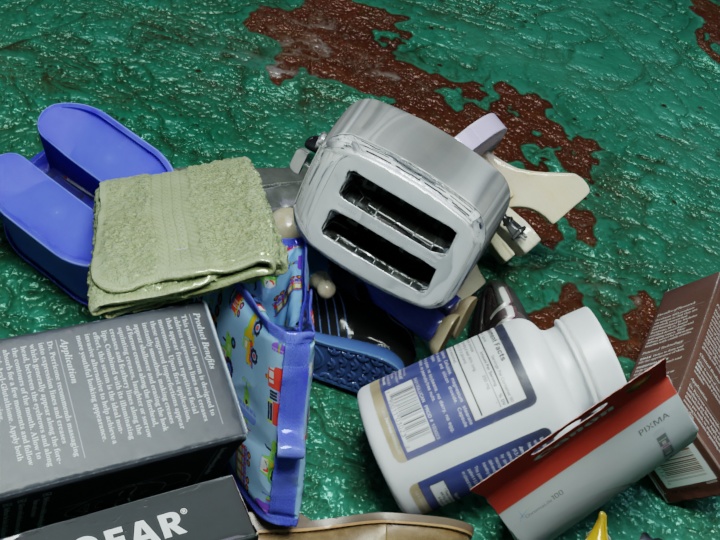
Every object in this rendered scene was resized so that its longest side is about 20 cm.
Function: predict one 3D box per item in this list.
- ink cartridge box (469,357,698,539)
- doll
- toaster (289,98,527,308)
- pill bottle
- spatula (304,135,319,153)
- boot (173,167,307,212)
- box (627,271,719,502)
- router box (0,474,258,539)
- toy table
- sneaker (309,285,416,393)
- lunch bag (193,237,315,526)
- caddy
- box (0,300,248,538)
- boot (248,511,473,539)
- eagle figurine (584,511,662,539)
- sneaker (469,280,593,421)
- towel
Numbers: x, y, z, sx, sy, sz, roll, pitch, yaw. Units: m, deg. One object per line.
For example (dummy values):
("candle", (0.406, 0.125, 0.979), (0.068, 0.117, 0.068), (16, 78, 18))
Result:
("ink cartridge box", (0.171, 0.143, 0.754), (0.162, 0.200, 0.057), (-35, 73, 5))
("doll", (0.000, 0.000, 0.902), (0.198, 0.049, 0.136), (31, 32, 16))
("toaster", (0.038, -0.050, 0.842), (0.198, 0.114, 0.129), (31, 27, 4))
("pill bottle", (0.106, 0.107, 0.814), (0.198, 0.112, 0.112), (-24, 50, 4))
("spatula", (-0.006, -0.113, 1.018), (0.056, 0.021, 0.199), (-38, 29, -17))
("boot", (-0.074, -0.050, 0.997), (0.197, 0.073, 0.182), (-1, 33, -28))
("box", (0.308, 0.103, 0.942), (0.101, 0.075, 0.200), (52, 46, -13))
("router box", (-0.173, 0.214, 0.650), (0.197, 0.150, 0.051), (-12, 50, -26))
("toy table", (0.115, -0.060, 0.985), (0.117, 0.183, 0.200), (49, 11, 3))
("sneaker", (-0.044, 0.046, 0.920), (0.198, 0.071, 0.078), (24, 38, -1))
("lunch bag", (-0.073, 0.079, 0.766), (0.093, 0.153, 0.200), (2, 23, -15))
("caddy", (-0.240, -0.053, 0.927), (0.199, 0.105, 0.142), (35, 70, 16))
("box", (-0.199, 0.116, 0.724), (0.197, 0.149, 0.108), (-10, 66, -27))
("boot", (-0.009, 0.221, 0.768), (0.197, 0.074, 0.077), (0, 65, -12))
("eagle figurine", (0.155, 0.239, 0.695), (0.151, 0.200, 0.152), (-48, 64, 1))
("sneaker", (0.171, 0.104, 0.934), (0.114, 0.076, 0.202), (6, 55, -21))
("towel", (-0.136, -0.033, 0.783), (0.146, 0.037, 0.201), (-13, 29, -6))
